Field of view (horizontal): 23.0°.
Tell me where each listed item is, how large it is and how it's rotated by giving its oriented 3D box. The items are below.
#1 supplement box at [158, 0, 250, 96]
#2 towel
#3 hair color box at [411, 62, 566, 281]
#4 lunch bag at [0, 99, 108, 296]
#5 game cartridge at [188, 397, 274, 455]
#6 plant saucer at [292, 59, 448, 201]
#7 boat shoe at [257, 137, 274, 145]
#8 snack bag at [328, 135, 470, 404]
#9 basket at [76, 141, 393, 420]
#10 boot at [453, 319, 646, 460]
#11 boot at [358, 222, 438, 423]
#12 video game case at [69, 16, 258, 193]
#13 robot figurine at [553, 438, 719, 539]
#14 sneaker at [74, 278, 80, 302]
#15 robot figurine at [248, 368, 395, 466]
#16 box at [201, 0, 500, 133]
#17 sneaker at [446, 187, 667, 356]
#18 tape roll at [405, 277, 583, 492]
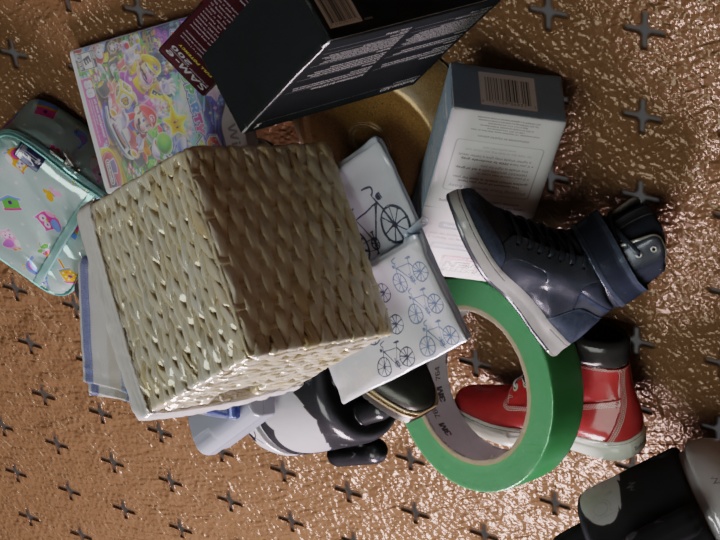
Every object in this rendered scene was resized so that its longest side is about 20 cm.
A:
[{"bbox_3d":[-0.079,-0.241,1.491,0.061,0.109,0.200,44,137,-8],"label":"supplement box"},{"bbox_3d":[-0.199,0.065,1.744,0.198,0.024,0.149,7,106,33],"label":"towel"},{"bbox_3d":[0.104,-0.080,1.523,0.098,0.061,0.201,7,136,-8],"label":"hair color box"},{"bbox_3d":[-0.319,-0.071,1.829,0.160,0.077,0.200,38,138,-2],"label":"lunch bag"},{"bbox_3d":[-0.144,0.069,1.781,0.133,0.041,0.202,-42,58,51],"label":"game cartridge"},{"bbox_3d":[0.014,-0.124,1.589,0.198,0.036,0.202,19,136,19],"label":"plant saucer"},{"bbox_3d":[-0.143,-0.096,1.705,0.198,0.060,0.077,-3,98,38],"label":"boat shoe"},{"bbox_3d":[0.000,0.000,1.569,0.188,0.021,0.202,-29,82,48],"label":"snack bag"},{"bbox_3d":[-0.107,0.002,1.525,0.160,0.197,0.202,-29,75,41],"label":"basket"},{"bbox_3d":[0.169,0.093,1.665,0.198,0.072,0.146,5,120,34],"label":"boot"},{"bbox_3d":[0.018,0.028,1.613,0.201,0.077,0.139,52,145,14],"label":"boot"},{"bbox_3d":[-0.186,-0.156,1.666,0.198,0.018,0.145,-8,99,39],"label":"video game case"},{"bbox_3d":[0.279,0.238,1.625,0.199,0.151,0.125,-28,119,13],"label":"robot figurine"},{"bbox_3d":[-0.216,-0.020,1.799,0.074,0.087,0.199,50,137,-10],"label":"sneaker"},{"bbox_3d":[-0.039,0.120,1.773,0.199,0.124,0.152,-15,75,46],"label":"robot figurine"},{"bbox_3d":[-0.006,-0.194,1.408,0.141,0.199,0.079,-43,73,46],"label":"box"},{"bbox_3d":[0.170,-0.031,1.485,0.145,0.077,0.202,-32,131,14],"label":"sneaker"},{"bbox_3d":[0.116,0.103,1.645,0.199,0.048,0.203,13,108,44],"label":"tape roll"}]
